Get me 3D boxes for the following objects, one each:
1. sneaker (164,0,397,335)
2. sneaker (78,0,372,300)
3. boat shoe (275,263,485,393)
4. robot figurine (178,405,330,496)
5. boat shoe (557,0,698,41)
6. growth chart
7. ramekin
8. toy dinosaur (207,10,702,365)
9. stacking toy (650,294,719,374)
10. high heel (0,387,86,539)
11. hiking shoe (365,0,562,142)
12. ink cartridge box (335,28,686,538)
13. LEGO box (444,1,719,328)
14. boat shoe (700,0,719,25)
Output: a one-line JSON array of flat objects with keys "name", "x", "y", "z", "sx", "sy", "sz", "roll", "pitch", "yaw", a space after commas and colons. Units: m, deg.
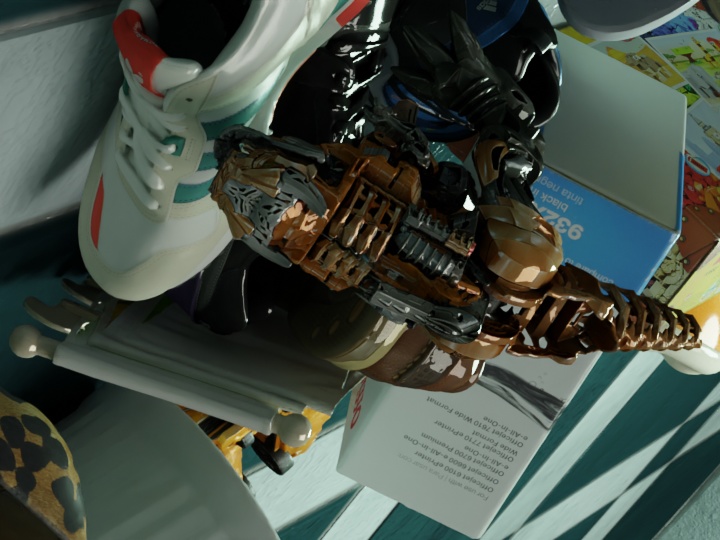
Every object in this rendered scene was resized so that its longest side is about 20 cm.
[{"name": "sneaker", "x": -0.018, "y": -0.059, "z": 1.045, "sx": 0.200, "sy": 0.088, "sz": 0.076, "roll": -52, "pitch": 163, "yaw": 29}, {"name": "sneaker", "x": -0.068, "y": -0.069, "z": 0.942, "sx": 0.093, "sy": 0.070, "sz": 0.200, "roll": -11, "pitch": 142, "yaw": -53}, {"name": "boat shoe", "x": 0.000, "y": 0.000, "z": 1.113, "sx": 0.072, "sy": 0.068, "sz": 0.200, "roll": -53, "pitch": -155, "yaw": 10}, {"name": "robot figurine", "x": -0.067, "y": 0.076, "z": 1.350, "sx": 0.145, "sy": 0.058, "sz": 0.200, "roll": -40, "pitch": 166, "yaw": -17}, {"name": "boat shoe", "x": 0.168, "y": -0.185, "z": 1.251, "sx": 0.202, "sy": 0.075, "sz": 0.086, "roll": -53, "pitch": 170, "yaw": -5}, {"name": "growth chart", "x": -0.055, "y": 0.028, "z": 1.105, "sx": 0.200, "sy": 0.145, "sz": 0.018, "roll": -30, "pitch": 137, "yaw": -69}, {"name": "ramekin", "x": -0.108, "y": 0.160, "z": 1.214, "sx": 0.098, "sy": 0.201, "sz": 0.201, "roll": -28, "pitch": 160, "yaw": -25}, {"name": "toy dinosaur", "x": 0.033, "y": -0.007, "z": 0.952, "sx": 0.102, "sy": 0.136, "sz": 0.200, "roll": -37, "pitch": 123, "yaw": 15}, {"name": "stacking toy", "x": 0.213, "y": -0.045, "z": 1.701, "sx": 0.200, "sy": 0.146, "sz": 0.146, "roll": -62, "pitch": 165, "yaw": 0}, {"name": "high heel", "x": -0.177, "y": 0.063, "z": 0.846, "sx": 0.071, "sy": 0.143, "sz": 0.200, "roll": -52, "pitch": 164, "yaw": 28}, {"name": "hiking shoe", "x": 0.047, "y": -0.085, "z": 1.150, "sx": 0.074, "sy": 0.087, "sz": 0.200, "roll": -43, "pitch": 166, "yaw": -4}, {"name": "ink cartridge box", "x": 0.073, "y": 0.006, "z": 1.257, "sx": 0.200, "sy": 0.084, "sz": 0.145, "roll": -60, "pitch": -171, "yaw": 30}, {"name": "LEGO box", "x": 0.163, "y": -0.064, "z": 1.402, "sx": 0.200, "sy": 0.149, "sz": 0.077, "roll": -24, "pitch": 155, "yaw": -54}, {"name": "boat shoe", "x": 0.175, "y": -0.176, "z": 1.133, "sx": 0.075, "sy": 0.073, "sz": 0.200, "roll": -46, "pitch": 135, "yaw": -13}]
